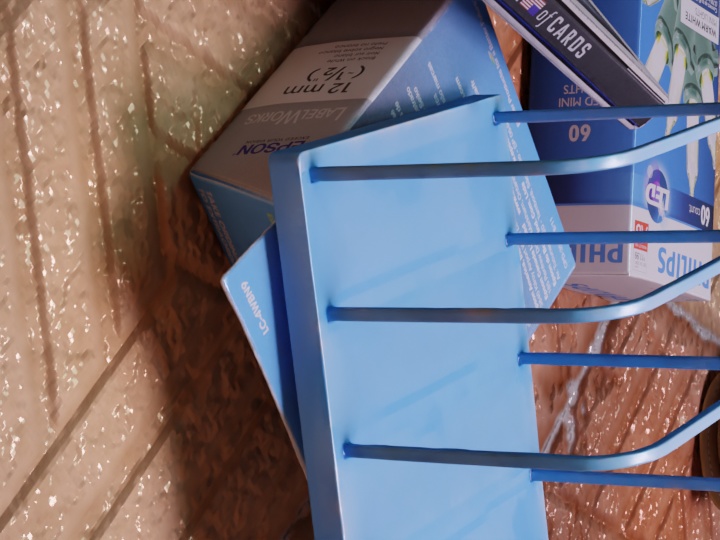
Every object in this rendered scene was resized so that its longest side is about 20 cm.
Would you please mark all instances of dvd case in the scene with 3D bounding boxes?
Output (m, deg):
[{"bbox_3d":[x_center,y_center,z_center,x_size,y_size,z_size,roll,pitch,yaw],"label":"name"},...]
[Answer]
[{"bbox_3d":[0.033,-0.144,0.769,0.200,0.025,0.150,33,21,-53],"label":"dvd case"}]

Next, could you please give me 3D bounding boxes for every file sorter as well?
[{"bbox_3d":[0.067,0.046,0.693,0.139,0.122,0.201,-22,108,-56],"label":"file sorter"}]

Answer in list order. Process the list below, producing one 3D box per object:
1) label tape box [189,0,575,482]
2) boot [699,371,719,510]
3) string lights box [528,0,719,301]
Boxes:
[{"bbox_3d":[0.000,0.000,0.759,0.200,0.066,0.144,-52,131,-41],"label":"label tape box"},{"bbox_3d":[0.260,0.089,1.166,0.155,0.073,0.200,59,45,-45],"label":"boot"},{"bbox_3d":[0.126,-0.090,0.966,0.103,0.059,0.201,13,78,-58],"label":"string lights box"}]
